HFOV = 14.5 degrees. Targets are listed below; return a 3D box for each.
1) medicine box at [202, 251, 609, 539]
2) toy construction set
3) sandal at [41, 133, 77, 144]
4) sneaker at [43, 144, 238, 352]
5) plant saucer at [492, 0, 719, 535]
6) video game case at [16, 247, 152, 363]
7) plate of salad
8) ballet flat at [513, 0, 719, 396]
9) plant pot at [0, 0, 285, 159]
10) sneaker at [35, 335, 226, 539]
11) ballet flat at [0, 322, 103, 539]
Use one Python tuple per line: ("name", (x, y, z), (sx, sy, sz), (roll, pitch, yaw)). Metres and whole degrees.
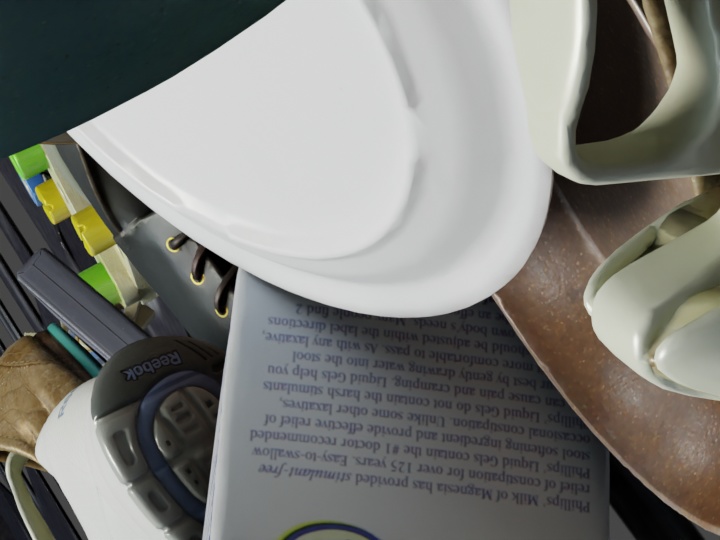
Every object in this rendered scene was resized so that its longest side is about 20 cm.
("medicine box", (0.001, 0.130, 0.762), (0.182, 0.102, 0.201), (101, 174, -52))
("toy construction set", (-0.098, -0.016, 1.159), (0.131, 0.092, 0.200), (58, 156, 16))
("sandal", (-0.126, -0.112, 0.871), (0.200, 0.082, 0.055), (55, 169, -30))
("sneaker", (-0.036, -0.013, 0.967), (0.106, 0.075, 0.200), (35, 161, 55))
("plant saucer", (0.053, -0.034, 0.641), (0.201, 0.034, 0.200), (57, 166, 22))
("video game case", (-0.040, 0.074, 1.070), (0.143, 0.019, 0.200), (38, 174, 30))
("plate of salad", (-0.032, -0.072, 0.670), (0.200, 0.048, 0.200), (30, 147, 22))
("ballet flat", (0.066, -0.026, 0.487), (0.068, 0.072, 0.201), (37, 153, 57))
("plant pot", (-0.041, -0.130, 0.505), (0.200, 0.134, 0.201), (163, 90, -72))
("sneaker", (-0.035, 0.112, 0.943), (0.087, 0.074, 0.201), (-18, 104, 57))
("ballet flat", (-0.070, 0.102, 1.027), (0.200, 0.072, 0.068), (40, 176, 19))
